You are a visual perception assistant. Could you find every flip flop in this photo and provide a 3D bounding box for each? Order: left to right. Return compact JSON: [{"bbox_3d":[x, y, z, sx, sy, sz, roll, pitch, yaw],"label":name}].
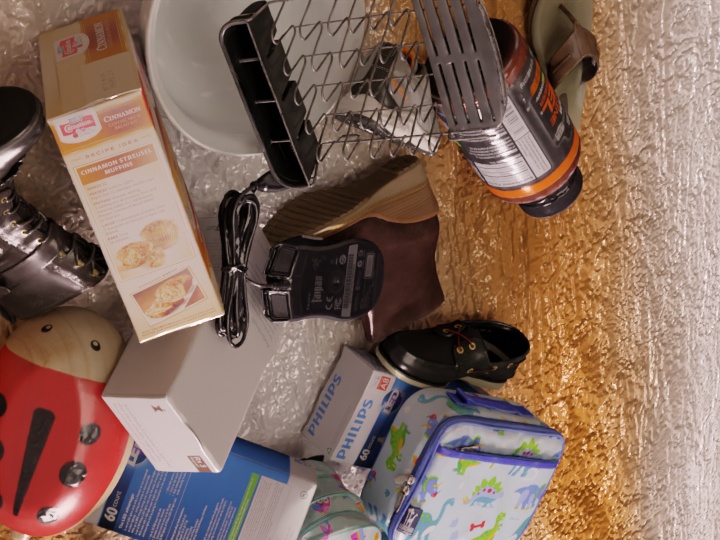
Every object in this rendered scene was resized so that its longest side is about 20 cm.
[{"bbox_3d":[0.208,-0.203,1.359,0.080,0.057,0.202,-17,121,-31],"label":"flip flop"}]

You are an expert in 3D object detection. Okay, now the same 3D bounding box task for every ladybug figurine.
[{"bbox_3d":[-0.254,0.130,1.115,0.134,0.072,0.202,14,98,0],"label":"ladybug figurine"}]

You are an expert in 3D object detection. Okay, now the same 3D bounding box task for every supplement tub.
[{"bbox_3d":[0.144,-0.138,1.309,0.107,0.107,0.200,-48,132,-9],"label":"supplement tub"}]

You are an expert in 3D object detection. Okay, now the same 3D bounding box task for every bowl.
[{"bbox_3d":[-0.101,-0.200,1.098,0.200,0.090,0.203,-17,120,-32],"label":"bowl"}]

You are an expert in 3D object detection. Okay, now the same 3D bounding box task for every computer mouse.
[{"bbox_3d":[-0.056,-0.021,1.157,0.199,0.046,0.142,-11,108,-47],"label":"computer mouse"}]

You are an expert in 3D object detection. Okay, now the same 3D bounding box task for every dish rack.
[{"bbox_3d":[0.008,-0.145,1.035,0.055,0.198,0.154,-68,146,-45],"label":"dish rack"}]

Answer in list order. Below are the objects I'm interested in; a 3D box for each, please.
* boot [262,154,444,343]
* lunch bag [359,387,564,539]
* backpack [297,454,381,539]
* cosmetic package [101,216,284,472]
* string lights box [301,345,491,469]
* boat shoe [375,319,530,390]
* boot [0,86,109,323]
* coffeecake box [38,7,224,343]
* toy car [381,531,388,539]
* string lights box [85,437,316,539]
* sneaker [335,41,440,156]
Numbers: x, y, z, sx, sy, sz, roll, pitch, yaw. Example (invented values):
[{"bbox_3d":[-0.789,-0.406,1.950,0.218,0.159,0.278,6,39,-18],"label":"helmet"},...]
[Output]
[{"bbox_3d":[0.000,0.000,1.285,0.199,0.072,0.168,-27,124,-29],"label":"boot"},{"bbox_3d":[0.105,0.203,1.380,0.199,0.082,0.162,15,106,-42],"label":"lunch bag"},{"bbox_3d":[-0.052,0.281,1.337,0.166,0.126,0.202,-22,132,-33],"label":"backpack"},{"bbox_3d":[-0.130,0.059,1.148,0.102,0.073,0.201,62,38,-37],"label":"cosmetic package"},{"bbox_3d":[0.046,0.153,1.404,0.199,0.059,0.104,18,102,-42],"label":"string lights box"},{"bbox_3d":[0.095,0.079,1.390,0.200,0.074,0.063,6,130,-46],"label":"boat shoe"},{"bbox_3d":[-0.255,-0.042,1.034,0.199,0.070,0.174,-29,137,29],"label":"boot"},{"bbox_3d":[-0.176,-0.074,1.049,0.072,0.154,0.201,-19,125,-3],"label":"coffeecake box"},{"bbox_3d":[0.031,0.413,1.484,0.199,0.178,0.184,-38,132,21],"label":"toy car"},{"bbox_3d":[-0.148,0.191,1.200,0.198,0.059,0.104,21,97,-6],"label":"string lights box"},{"bbox_3d":[0.037,-0.149,1.191,0.200,0.073,0.080,2,109,-78],"label":"sneaker"}]
